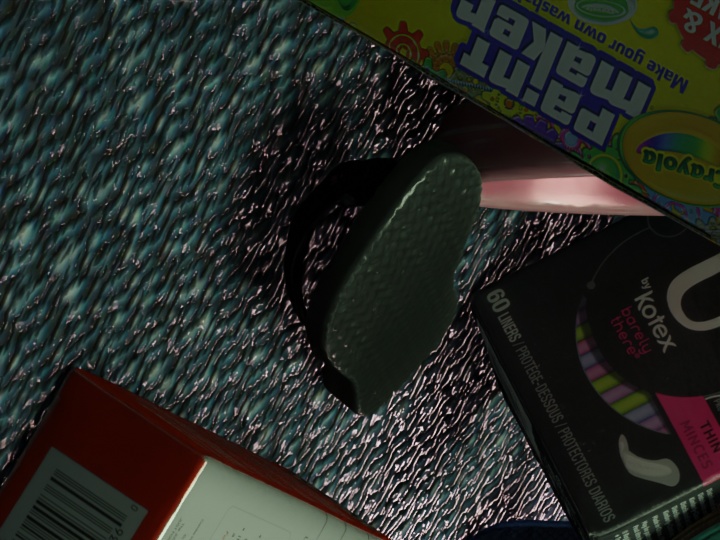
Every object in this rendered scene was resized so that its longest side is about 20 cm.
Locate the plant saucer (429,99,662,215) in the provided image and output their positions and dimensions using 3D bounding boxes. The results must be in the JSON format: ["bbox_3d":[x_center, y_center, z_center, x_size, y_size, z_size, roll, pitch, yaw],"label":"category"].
[{"bbox_3d":[0.121,-0.050,1.043,0.200,0.199,0.051,9,82,-65],"label":"plant saucer"}]

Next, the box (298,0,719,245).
[{"bbox_3d":[0.090,-0.111,0.861,0.192,0.199,0.123,-15,132,-60],"label":"box"}]

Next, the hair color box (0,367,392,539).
[{"bbox_3d":[-0.063,0.108,1.001,0.102,0.061,0.200,-58,156,-2],"label":"hair color box"}]

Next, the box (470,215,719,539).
[{"bbox_3d":[0.162,0.034,1.194,0.199,0.123,0.106,-27,153,-2],"label":"box"}]

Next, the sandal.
[{"bbox_3d":[-0.001,0.001,1.024,0.075,0.048,0.201,-46,168,-15],"label":"sandal"}]

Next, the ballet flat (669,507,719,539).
[{"bbox_3d":[0.117,0.172,1.168,0.201,0.068,0.072,-60,170,8],"label":"ballet flat"}]

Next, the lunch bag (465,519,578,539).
[{"bbox_3d":[0.112,0.219,1.333,0.132,0.135,0.201,43,51,-66],"label":"lunch bag"}]
